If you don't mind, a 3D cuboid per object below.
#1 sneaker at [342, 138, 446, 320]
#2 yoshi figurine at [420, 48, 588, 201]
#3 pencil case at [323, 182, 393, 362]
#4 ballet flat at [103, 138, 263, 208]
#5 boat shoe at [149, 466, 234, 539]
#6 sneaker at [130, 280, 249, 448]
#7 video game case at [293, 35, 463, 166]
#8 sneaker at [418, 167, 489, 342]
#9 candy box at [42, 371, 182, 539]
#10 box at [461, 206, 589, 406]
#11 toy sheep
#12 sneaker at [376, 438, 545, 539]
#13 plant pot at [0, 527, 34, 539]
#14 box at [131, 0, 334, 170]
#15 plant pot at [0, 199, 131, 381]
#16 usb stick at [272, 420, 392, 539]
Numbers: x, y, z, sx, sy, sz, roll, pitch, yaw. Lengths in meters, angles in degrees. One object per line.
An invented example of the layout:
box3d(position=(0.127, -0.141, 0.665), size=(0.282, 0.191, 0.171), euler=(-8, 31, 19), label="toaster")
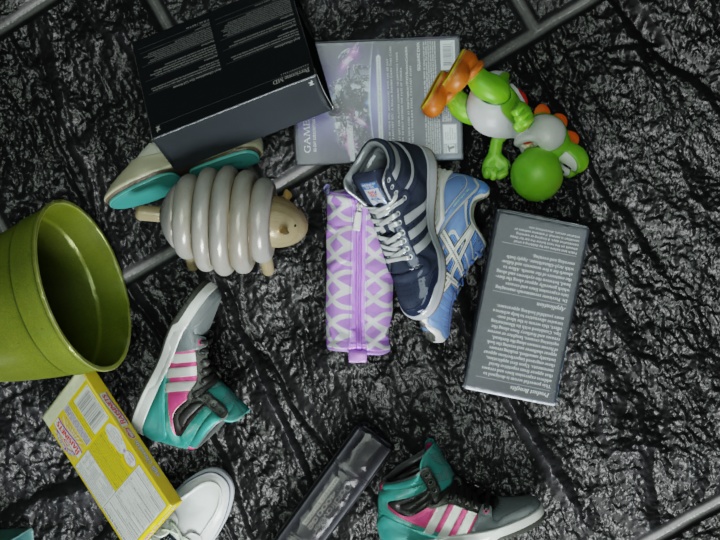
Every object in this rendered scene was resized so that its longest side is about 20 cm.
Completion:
box3d(position=(0.037, -0.049, 1.633), size=(0.070, 0.108, 0.202), euler=(-11, 75, 36), label="sneaker")
box3d(position=(0.166, -0.151, 1.674), size=(0.199, 0.113, 0.112), euler=(33, 104, -10), label="yoshi figurine")
box3d(position=(0.000, 0.000, 1.708), size=(0.083, 0.085, 0.202), euler=(-1, 95, -8), label="pencil case")
box3d(position=(-0.210, -0.130, 1.733), size=(0.198, 0.069, 0.070), euler=(-17, 92, 3), label="ballet flat")
box3d(position=(-0.221, 0.323, 1.753), size=(0.073, 0.067, 0.201), euler=(37, 95, 1), label="boat shoe")
box3d(position=(-0.178, 0.124, 1.720), size=(0.120, 0.084, 0.202), euler=(27, 103, 7), label="sneaker")
box3d(position=(0.020, -0.197, 1.728), size=(0.198, 0.019, 0.145), euler=(-2, 93, 5), label="video game case")
box3d(position=(0.104, -0.015, 1.704), size=(0.076, 0.076, 0.202), euler=(5, 95, 8), label="sneaker")
box3d(position=(-0.292, 0.219, 1.726), size=(0.201, 0.026, 0.102), euler=(53, 127, 16), label="candy box")
box3d(position=(0.184, 0.036, 1.665), size=(0.106, 0.148, 0.202), euler=(11, 95, 4), label="box")
box3d(position=(-0.158, -0.055, 1.688), size=(0.198, 0.138, 0.140), euler=(0, 94, 2), label="toy sheep")
box3d(position=(0.109, 0.254, 1.721), size=(0.198, 0.084, 0.122), euler=(-11, 102, 6), label="sneaker")
box3d(position=(-0.503, 0.387, 1.748), size=(0.198, 0.141, 0.143), euler=(-1, 94, 12), label="plant pot")
box3d(position=(-0.146, -0.220, 1.679), size=(0.198, 0.079, 0.142), euler=(-20, 58, 7), label="box")
box3d(position=(-0.396, 0.045, 1.701), size=(0.191, 0.200, 0.202), euler=(-18, 92, 17), label="plant pot")
box3d(position=(-0.036, 0.270, 1.755), size=(0.055, 0.033, 0.201), euler=(35, 95, -6), label="usb stick")
